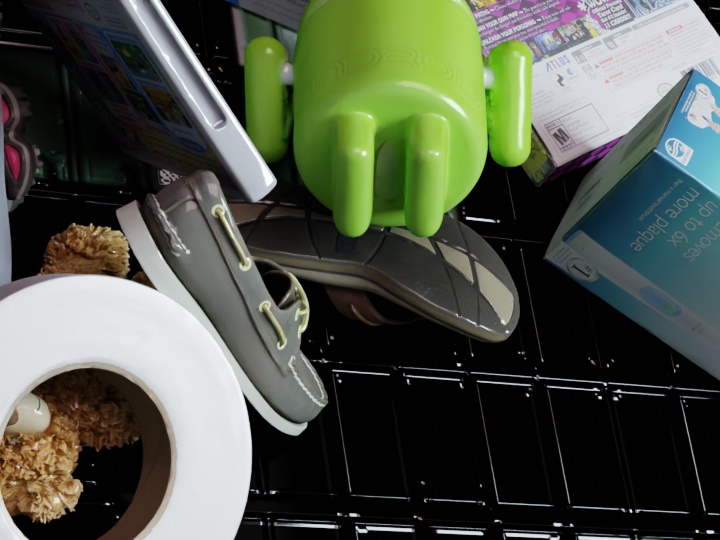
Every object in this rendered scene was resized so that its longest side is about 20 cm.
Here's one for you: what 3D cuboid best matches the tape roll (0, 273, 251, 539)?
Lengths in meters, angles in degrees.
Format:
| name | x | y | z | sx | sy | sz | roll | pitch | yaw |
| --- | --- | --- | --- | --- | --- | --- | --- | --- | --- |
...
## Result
| name | x | y | z | sx | sy | sz | roll | pitch | yaw |
| --- | --- | --- | --- | --- | --- | --- | --- | --- | --- |
| tape roll | -0.152 | 0.102 | 1.341 | 0.203 | 0.037 | 0.203 | -1 | 92 | -32 |

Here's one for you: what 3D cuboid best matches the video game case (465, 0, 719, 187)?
| name | x | y | z | sx | sy | sz | roll | pitch | yaw |
| --- | --- | --- | --- | --- | --- | --- | --- | --- | --- |
| video game case | 0.143 | -0.167 | 1.734 | 0.200 | 0.036 | 0.181 | -27 | 77 | -37 |

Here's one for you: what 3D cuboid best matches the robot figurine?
| name | x | y | z | sx | sy | sz | roll | pitch | yaw |
| --- | --- | --- | --- | --- | --- | --- | --- | --- | --- |
| robot figurine | 0.017 | -0.108 | 1.535 | 0.175 | 0.116 | 0.200 | -1 | 42 | 0 |

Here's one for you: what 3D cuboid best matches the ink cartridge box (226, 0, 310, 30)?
| name | x | y | z | sx | sy | sz | roll | pitch | yaw |
| --- | --- | --- | --- | --- | --- | --- | --- | --- | --- |
| ink cartridge box | -0.034 | -0.249 | 1.583 | 0.145 | 0.200 | 0.084 | 21 | 53 | -16 |

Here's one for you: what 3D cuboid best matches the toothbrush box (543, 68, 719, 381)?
| name | x | y | z | sx | sy | sz | roll | pitch | yaw |
| --- | --- | --- | --- | --- | --- | --- | --- | --- | --- |
| toothbrush box | 0.243 | -0.012 | 1.626 | 0.200 | 0.146 | 0.085 | 34 | 52 | -8 |

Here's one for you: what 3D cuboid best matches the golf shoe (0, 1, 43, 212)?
| name | x | y | z | sx | sy | sz | roll | pitch | yaw |
| --- | --- | --- | --- | --- | --- | --- | --- | --- | --- |
| golf shoe | -0.250 | -0.124 | 1.473 | 0.088 | 0.077 | 0.200 | -9 | 66 | -24 |

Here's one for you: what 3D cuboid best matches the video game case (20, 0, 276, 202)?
| name | x | y | z | sx | sy | sz | roll | pitch | yaw |
| --- | --- | --- | --- | --- | --- | --- | --- | --- | --- |
| video game case | -0.139 | -0.128 | 1.425 | 0.024 | 0.200 | 0.182 | -40 | 115 | -15 |

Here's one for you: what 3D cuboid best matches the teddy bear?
| name | x | y | z | sx | sy | sz | roll | pitch | yaw |
| --- | --- | --- | --- | --- | --- | --- | --- | --- | --- |
| teddy bear | -0.165 | 0.049 | 1.417 | 0.145 | 0.067 | 0.200 | 48 | 51 | 8 |

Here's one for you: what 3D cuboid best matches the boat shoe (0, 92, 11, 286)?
| name | x | y | z | sx | sy | sz | roll | pitch | yaw |
| --- | --- | --- | --- | --- | --- | --- | --- | --- | --- |
| boat shoe | -0.238 | -0.031 | 1.381 | 0.074 | 0.068 | 0.199 | 18 | 63 | -58 |

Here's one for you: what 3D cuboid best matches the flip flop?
| name | x | y | z | sx | sy | sz | roll | pitch | yaw |
| --- | --- | --- | --- | --- | --- | --- | --- | --- | --- |
| flip flop | 0.000 | 0.000 | 1.548 | 0.200 | 0.058 | 0.081 | 14 | 45 | -2 |

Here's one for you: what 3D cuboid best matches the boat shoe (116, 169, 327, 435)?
| name | x | y | z | sx | sy | sz | roll | pitch | yaw |
| --- | --- | --- | --- | --- | --- | --- | --- | --- | --- |
| boat shoe | -0.063 | 0.020 | 1.429 | 0.202 | 0.060 | 0.072 | 54 | 5 | -43 |
